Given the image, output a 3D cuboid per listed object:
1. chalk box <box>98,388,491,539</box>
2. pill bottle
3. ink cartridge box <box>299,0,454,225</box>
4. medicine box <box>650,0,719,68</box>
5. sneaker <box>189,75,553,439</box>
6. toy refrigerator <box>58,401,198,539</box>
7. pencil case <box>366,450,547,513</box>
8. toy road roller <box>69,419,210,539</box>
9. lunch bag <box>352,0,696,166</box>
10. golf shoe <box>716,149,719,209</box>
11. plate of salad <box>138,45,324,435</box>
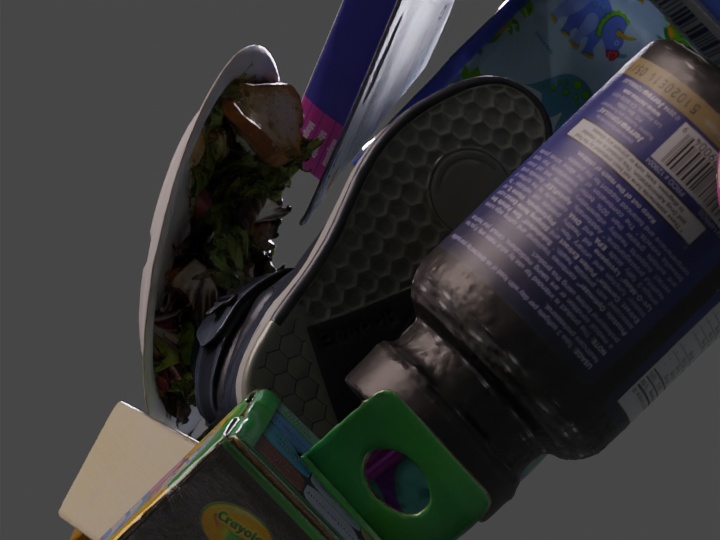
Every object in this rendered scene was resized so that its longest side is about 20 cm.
[{"bbox_3d":[-0.040,0.131,1.096,0.200,0.124,0.124,-43,1,7],"label":"chalk box"},{"bbox_3d":[0.093,0.007,1.195,0.200,0.112,0.112,-43,1,-4],"label":"pill bottle"},{"bbox_3d":[0.020,-0.150,1.482,0.200,0.043,0.197,-53,-11,-54],"label":"ink cartridge box"},{"bbox_3d":[0.232,-0.179,1.335,0.200,0.182,0.103,-44,2,-2],"label":"medicine box"},{"bbox_3d":[-0.002,-0.001,1.302,0.202,0.077,0.146,-50,6,-15],"label":"sneaker"},{"bbox_3d":[-0.058,0.117,1.267,0.070,0.076,0.200,-62,26,-4],"label":"toy refrigerator"},{"bbox_3d":[0.015,0.096,1.341,0.092,0.085,0.200,0,-35,-46],"label":"pencil case"},{"bbox_3d":[-0.085,0.167,1.576,0.200,0.123,0.146,-42,13,42],"label":"toy road roller"},{"bbox_3d":[0.114,-0.062,1.520,0.200,0.170,0.127,-45,-2,29],"label":"lunch bag"},{"bbox_3d":[0.214,-0.077,1.127,0.200,0.075,0.091,-46,5,-35],"label":"golf shoe"},{"bbox_3d":[-0.062,-0.011,1.398,0.200,0.048,0.201,13,-90,-78],"label":"plate of salad"}]
